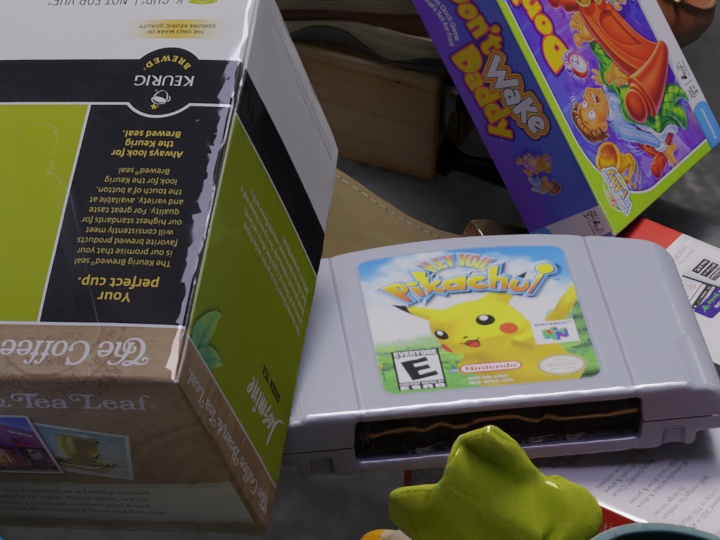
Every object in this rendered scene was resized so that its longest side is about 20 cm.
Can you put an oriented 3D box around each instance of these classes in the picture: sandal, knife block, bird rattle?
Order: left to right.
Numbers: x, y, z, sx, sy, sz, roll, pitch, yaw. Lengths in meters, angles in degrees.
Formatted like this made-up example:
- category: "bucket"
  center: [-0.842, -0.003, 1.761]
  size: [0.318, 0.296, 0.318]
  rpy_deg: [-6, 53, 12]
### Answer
- category: "sandal"
  center: [0.000, 0.004, 1.417]
  size: [0.211, 0.070, 0.078]
  rpy_deg: [15, 43, -21]
- category: "knife block"
  center: [0.019, -0.090, 1.543]
  size: [0.199, 0.064, 0.176]
  rpy_deg: [-12, 37, -19]
- category: "bird rattle"
  center: [0.086, 0.126, 1.186]
  size: [0.199, 0.113, 0.163]
  rpy_deg: [10, -6, -30]

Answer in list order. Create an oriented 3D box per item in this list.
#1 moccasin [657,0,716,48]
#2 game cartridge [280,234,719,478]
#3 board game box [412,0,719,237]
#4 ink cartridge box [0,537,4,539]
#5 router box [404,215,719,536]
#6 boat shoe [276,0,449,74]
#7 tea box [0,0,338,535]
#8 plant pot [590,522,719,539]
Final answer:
- category: "moccasin"
  center: [0.128, -0.169, 1.597]
  size: [0.201, 0.078, 0.074]
  rpy_deg: [17, 10, -44]
- category: "game cartridge"
  center: [0.051, 0.033, 1.312]
  size: [0.199, 0.041, 0.134]
  rpy_deg: [-5, 30, -5]
- category: "board game box"
  center: [0.090, -0.122, 1.451]
  size: [0.045, 0.201, 0.134]
  rpy_deg: [-21, 11, 37]
- category: "ink cartridge box"
  center: [-0.222, 0.163, 1.125]
  size: [0.199, 0.085, 0.146]
  rpy_deg: [-15, 21, -24]
- category: "router box"
  center: [0.147, 0.069, 1.339]
  size: [0.179, 0.049, 0.200]
  rpy_deg: [23, 40, 27]
- category: "boat shoe"
  center: [-0.018, -0.158, 1.519]
  size: [0.199, 0.074, 0.076]
  rpy_deg: [10, 36, 11]
- category: "tea box"
  center: [-0.131, -0.007, 1.238]
  size: [0.199, 0.134, 0.198]
  rpy_deg: [1, 58, 17]
- category: "plant pot"
  center: [0.112, 0.208, 1.036]
  size: [0.200, 0.134, 0.201]
  rpy_deg: [28, 29, -18]
